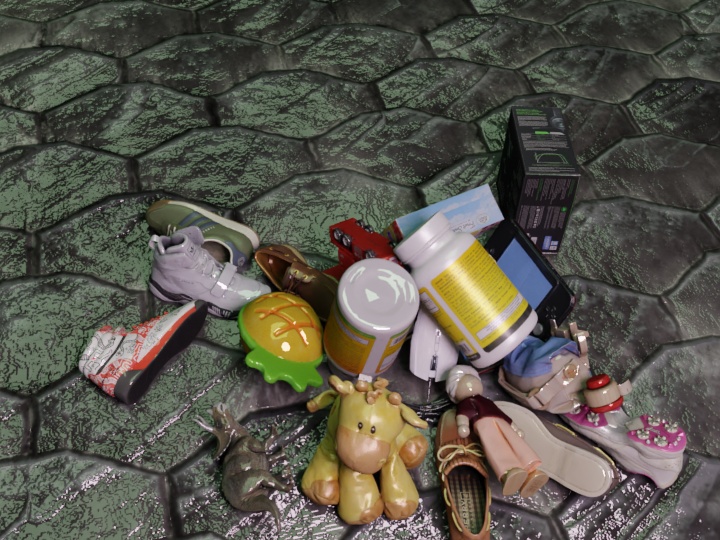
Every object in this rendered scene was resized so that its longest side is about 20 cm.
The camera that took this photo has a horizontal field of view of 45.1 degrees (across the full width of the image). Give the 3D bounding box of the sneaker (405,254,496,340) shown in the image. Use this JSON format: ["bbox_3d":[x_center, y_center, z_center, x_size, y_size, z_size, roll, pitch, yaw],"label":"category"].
[{"bbox_3d":[0.117,0.039,1.320,0.198,0.088,0.076,-27,53,-6],"label":"sneaker"}]

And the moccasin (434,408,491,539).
[{"bbox_3d":[0.133,0.265,1.128,0.073,0.078,0.203,5,46,0],"label":"moccasin"}]

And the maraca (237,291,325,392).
[{"bbox_3d":[-0.111,0.102,1.232,0.136,0.108,0.201,17,26,-16],"label":"maraca"}]

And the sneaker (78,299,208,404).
[{"bbox_3d":[-0.318,0.094,1.264,0.107,0.068,0.202,26,52,16],"label":"sneaker"}]

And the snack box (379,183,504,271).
[{"bbox_3d":[0.103,-0.050,1.344,0.167,0.200,0.068,-22,84,-20],"label":"snack box"}]

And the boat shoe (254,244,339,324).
[{"bbox_3d":[-0.092,0.024,1.332,0.200,0.073,0.067,38,19,36],"label":"boat shoe"}]

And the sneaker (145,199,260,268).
[{"bbox_3d":[-0.270,-0.051,1.406,0.198,0.068,0.090,17,42,7],"label":"sneaker"}]

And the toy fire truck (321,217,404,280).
[{"bbox_3d":[0.000,0.000,1.301,0.048,0.142,0.200,-22,33,-24],"label":"toy fire truck"}]

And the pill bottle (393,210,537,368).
[{"bbox_3d":[0.138,0.023,1.176,0.201,0.112,0.112,51,55,-2],"label":"pill bottle"}]

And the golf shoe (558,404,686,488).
[{"bbox_3d":[0.348,0.231,1.188,0.075,0.092,0.199,-27,30,-30],"label":"golf shoe"}]

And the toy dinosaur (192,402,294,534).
[{"bbox_3d":[-0.142,0.265,1.125,0.101,0.077,0.201,-19,54,-6],"label":"toy dinosaur"}]

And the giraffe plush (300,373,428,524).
[{"bbox_3d":[0.012,0.204,1.083,0.170,0.162,0.202,-2,67,-9],"label":"giraffe plush"}]

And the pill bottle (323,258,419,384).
[{"bbox_3d":[0.008,0.080,1.202,0.110,0.201,0.112,5,58,-9],"label":"pill bottle"}]

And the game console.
[{"bbox_3d":[0.201,0.035,1.334,0.118,0.173,0.201,6,39,-38],"label":"game console"}]

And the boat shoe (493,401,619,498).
[{"bbox_3d":[0.256,0.240,1.176,0.199,0.073,0.059,26,7,36],"label":"boat shoe"}]

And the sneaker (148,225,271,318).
[{"bbox_3d":[-0.233,0.003,1.326,0.198,0.116,0.076,11,46,6],"label":"sneaker"}]

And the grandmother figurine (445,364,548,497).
[{"bbox_3d":[0.171,0.202,1.135,0.121,0.061,0.201,27,23,-41],"label":"grandmother figurine"}]

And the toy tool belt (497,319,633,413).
[{"bbox_3d":[0.265,0.126,1.182,0.124,0.200,0.124,-24,95,-22],"label":"toy tool belt"}]

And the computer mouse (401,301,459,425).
[{"bbox_3d":[0.102,0.117,1.229,0.108,0.044,0.203,5,80,-1],"label":"computer mouse"}]

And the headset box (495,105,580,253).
[{"bbox_3d":[0.298,-0.160,1.486,0.092,0.175,0.201,1,44,-2],"label":"headset box"}]
